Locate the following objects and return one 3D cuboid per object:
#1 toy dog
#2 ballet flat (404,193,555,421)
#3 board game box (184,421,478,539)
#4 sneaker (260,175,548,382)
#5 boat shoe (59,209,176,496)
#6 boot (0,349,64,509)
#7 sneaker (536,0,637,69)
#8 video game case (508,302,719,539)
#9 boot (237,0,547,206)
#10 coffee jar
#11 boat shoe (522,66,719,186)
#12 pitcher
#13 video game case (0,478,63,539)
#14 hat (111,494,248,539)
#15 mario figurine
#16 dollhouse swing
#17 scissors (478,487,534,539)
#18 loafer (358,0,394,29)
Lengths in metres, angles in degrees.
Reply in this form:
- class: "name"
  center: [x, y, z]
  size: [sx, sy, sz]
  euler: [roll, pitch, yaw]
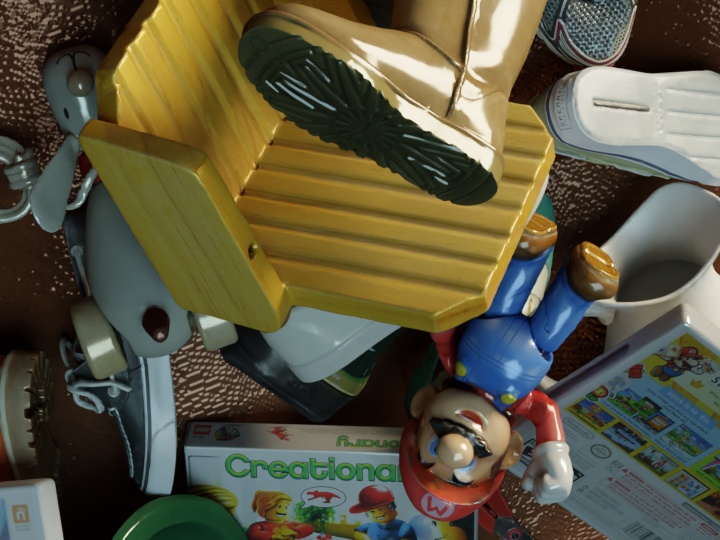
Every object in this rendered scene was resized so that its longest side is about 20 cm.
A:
- class: "toy dog"
  center: [-0.142, -0.026, 1.098]
  size: [0.132, 0.096, 0.201]
  euler: [-39, 99, -6]
- class: "ballet flat"
  center: [0.088, 0.038, 1.268]
  size: [0.067, 0.071, 0.201]
  euler: [13, 113, -21]
- class: "board game box"
  center: [-0.018, 0.166, 1.291]
  size: [0.198, 0.035, 0.127]
  euler: [1, 120, 4]
- class: "sneaker"
  center: [0.018, -0.019, 1.116]
  size: [0.199, 0.073, 0.085]
  euler: [-37, 116, 9]
- class: "boat shoe"
  center: [-0.156, 0.055, 1.198]
  size: [0.067, 0.074, 0.201]
  euler: [-8, 118, -10]
- class: "boot"
  center: [-0.249, 0.133, 1.224]
  size: [0.106, 0.075, 0.202]
  euler: [1, 125, 3]
- class: "sneaker"
  center: [0.137, -0.211, 1.141]
  size: [0.080, 0.075, 0.202]
  euler: [-14, 123, -11]
- class: "video game case"
  center: [0.211, 0.120, 1.249]
  size: [0.199, 0.023, 0.182]
  euler: [35, 128, -25]
- class: "boot"
  center: [0.027, -0.155, 1.038]
  size: [0.175, 0.201, 0.066]
  euler: [33, 145, -28]
- class: "coffee jar"
  center: [0.000, 0.000, 1.210]
  size: [0.104, 0.085, 0.200]
  euler: [36, 104, -30]
- class: "boat shoe"
  center: [0.187, -0.097, 1.231]
  size: [0.199, 0.062, 0.073]
  euler: [9, 81, -38]
- class: "pitcher"
  center: [0.197, 0.064, 1.281]
  size: [0.171, 0.121, 0.201]
  euler: [-30, 129, -4]
- class: "video game case"
  center: [-0.264, 0.229, 1.184]
  size: [0.198, 0.023, 0.184]
  euler: [-8, 92, 25]
- class: "hat"
  center: [-0.191, 0.232, 1.264]
  size: [0.199, 0.175, 0.168]
  euler: [3, 86, -54]
- class: "mario figurine"
  center: [0.083, 0.072, 1.167]
  size: [0.105, 0.123, 0.201]
  euler: [7, 115, -42]
- class: "dollhouse swing"
  center: [-0.013, -0.085, 1.048]
  size: [0.174, 0.201, 0.183]
  euler: [0, 134, 32]
- class: "scissors"
  center: [0.100, 0.190, 1.396]
  size: [0.073, 0.014, 0.201]
  euler: [-32, 124, -2]
- class: "loafer"
  center: [0.025, -0.183, 1.127]
  size: [0.063, 0.071, 0.201]
  euler: [-56, 131, -32]
